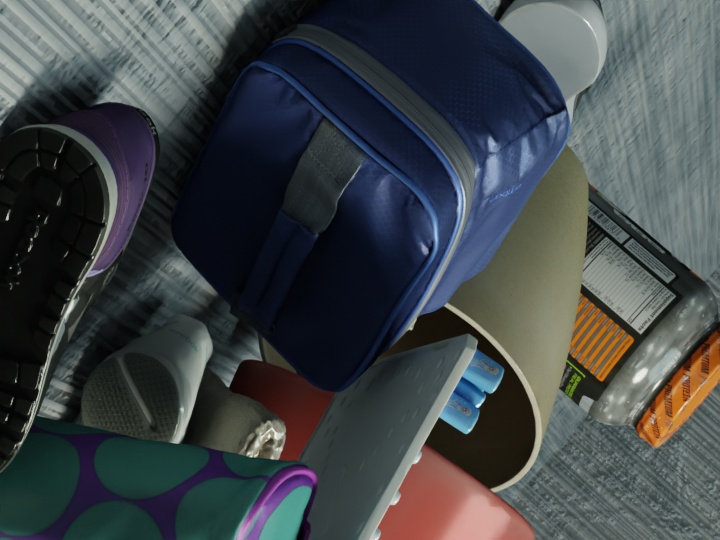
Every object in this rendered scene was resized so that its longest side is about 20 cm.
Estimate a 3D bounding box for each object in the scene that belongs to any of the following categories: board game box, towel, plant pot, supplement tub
[{"bbox_3d":[-0.016,0.130,1.237,0.201,0.026,0.200,-60,-169,-14],"label":"board game box"},{"bbox_3d":[-0.108,0.156,1.430,0.201,0.034,0.132,-64,-154,-1],"label":"towel"},{"bbox_3d":[0.062,0.003,1.605,0.200,0.187,0.188,-59,177,-38],"label":"plant pot"},{"bbox_3d":[-0.027,0.177,1.494,0.178,0.200,0.201,-59,170,-11],"label":"plant pot"},{"bbox_3d":[0.160,0.021,1.788,0.123,0.200,0.123,-46,168,-12],"label":"supplement tub"}]

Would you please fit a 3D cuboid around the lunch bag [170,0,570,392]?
[{"bbox_3d":[-0.007,-0.039,1.262,0.132,0.136,0.200,-39,166,-36],"label":"lunch bag"}]

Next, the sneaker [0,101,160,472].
[{"bbox_3d":[-0.141,0.016,1.113,0.200,0.076,0.088,-55,172,27],"label":"sneaker"}]

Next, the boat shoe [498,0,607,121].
[{"bbox_3d":[0.123,-0.138,1.601,0.200,0.070,0.067,90,26,-68],"label":"boat shoe"}]

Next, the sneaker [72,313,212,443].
[{"bbox_3d":[-0.133,0.105,1.426,0.201,0.070,0.080,-54,177,35],"label":"sneaker"}]

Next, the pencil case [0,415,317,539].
[{"bbox_3d":[-0.121,0.111,1.165,0.092,0.199,0.086,38,64,-66],"label":"pencil case"}]

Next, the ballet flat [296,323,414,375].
[{"bbox_3d":[0.000,0.000,1.429,0.073,0.073,0.201,-38,145,-40],"label":"ballet flat"}]
